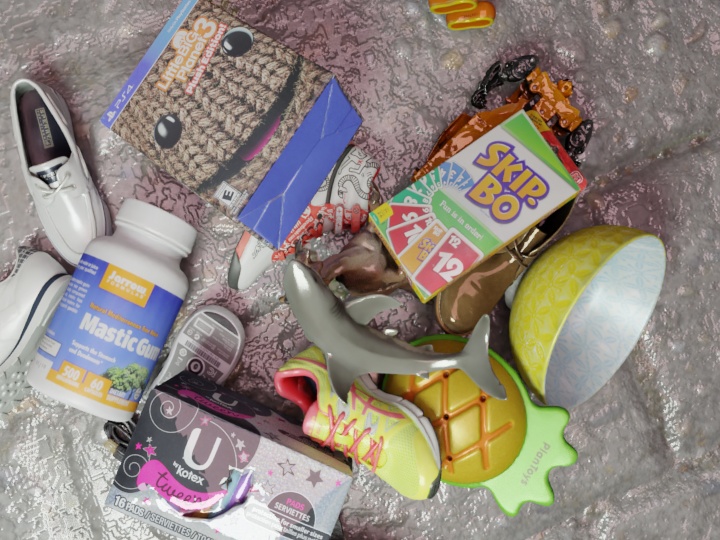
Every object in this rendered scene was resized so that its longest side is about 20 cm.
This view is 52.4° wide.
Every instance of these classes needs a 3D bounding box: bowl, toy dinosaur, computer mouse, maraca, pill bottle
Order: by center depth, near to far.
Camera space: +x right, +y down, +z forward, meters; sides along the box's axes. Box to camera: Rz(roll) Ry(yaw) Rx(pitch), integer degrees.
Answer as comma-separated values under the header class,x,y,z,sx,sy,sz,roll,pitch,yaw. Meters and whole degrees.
class,x,y,z,sx,sy,sz,roll,pitch,yaw
maraca,0.110,0.147,0.709,0.197,0.107,0.139,30,100,16
pill bottle,-0.240,0.036,0.735,0.110,0.112,0.204,23,80,-4
toy dinosaur,0.000,0.000,0.758,0.134,0.199,0.087,-33,60,15
bowl,0.217,0.032,0.768,0.201,0.200,0.107,-51,50,-4
computer mouse,-0.186,0.129,0.780,0.109,0.044,0.202,34,93,1

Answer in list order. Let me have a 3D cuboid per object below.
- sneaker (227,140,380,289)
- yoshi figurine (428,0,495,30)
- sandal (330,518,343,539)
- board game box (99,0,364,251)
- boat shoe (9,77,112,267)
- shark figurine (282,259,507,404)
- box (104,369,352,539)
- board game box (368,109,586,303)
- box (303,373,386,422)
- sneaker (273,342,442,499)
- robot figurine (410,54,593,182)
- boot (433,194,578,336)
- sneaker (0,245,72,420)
class,x,y,z,sx,sy,sz,roll,pitch,yaw
sneaker,-0.055,-0.051,0.778,0.106,0.067,0.205,28,85,-1
yoshi figurine,0.124,-0.374,0.783,0.109,0.112,0.206,0,87,-20
sandal,-0.092,0.236,0.781,0.075,0.048,0.202,-38,93,-3
board game box,-0.125,-0.147,0.720,0.198,0.097,0.161,33,87,24
boat shoe,-0.318,-0.098,0.758,0.072,0.065,0.204,-23,92,-5
shark figurine,0.015,0.081,0.654,0.210,0.129,0.091,21,50,-8
box,-0.114,0.190,0.693,0.196,0.132,0.117,23,89,-1
board game box,0.113,-0.066,0.686,0.198,0.030,0.097,-34,80,-9
box,0.036,0.129,0.792,0.194,0.050,0.078,0,89,-5
sneaker,-0.009,0.144,0.676,0.089,0.199,0.080,-13,128,-42
robot figurine,0.156,-0.135,0.800,0.200,0.058,0.145,-43,93,-3
boot,0.143,-0.022,0.726,0.073,0.075,0.202,37,83,-16
sneaker,-0.371,0.075,0.757,0.079,0.076,0.202,31,83,8
